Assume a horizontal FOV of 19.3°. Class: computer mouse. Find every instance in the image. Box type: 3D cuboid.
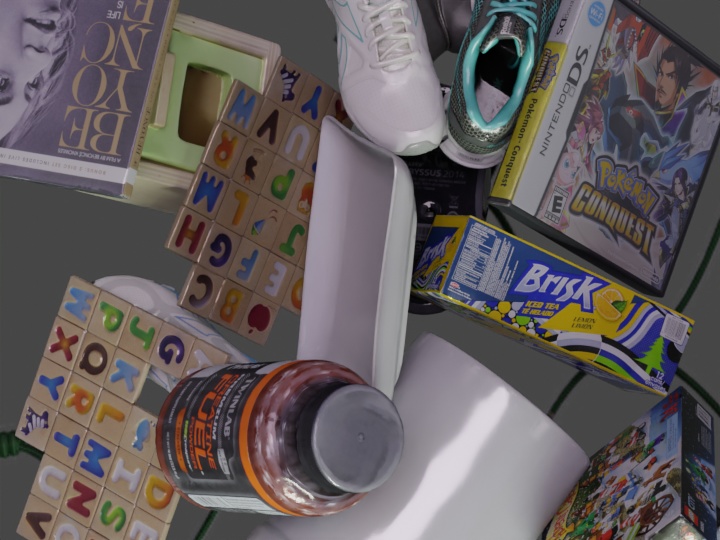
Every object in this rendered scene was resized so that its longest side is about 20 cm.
[{"bbox_3d":[0.063,-0.053,1.622,0.138,0.053,0.200,9,70,7],"label":"computer mouse"}]

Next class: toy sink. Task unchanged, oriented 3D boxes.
[{"bbox_3d":[-0.171,-0.125,1.561,0.200,0.112,0.131,15,79,-38],"label":"toy sink"}]

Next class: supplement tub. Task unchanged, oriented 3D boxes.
[{"bbox_3d":[-0.052,0.113,1.438,0.107,0.200,0.107,3,84,-32],"label":"supplement tub"}]

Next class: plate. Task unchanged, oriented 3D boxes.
[{"bbox_3d":[0.000,0.000,1.525,0.032,0.200,0.200,2,102,-16],"label":"plate"}]

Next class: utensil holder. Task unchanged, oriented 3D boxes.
[{"bbox_3d":[0.044,0.168,1.528,0.170,0.170,0.200,37,84,8],"label":"utensil holder"}]

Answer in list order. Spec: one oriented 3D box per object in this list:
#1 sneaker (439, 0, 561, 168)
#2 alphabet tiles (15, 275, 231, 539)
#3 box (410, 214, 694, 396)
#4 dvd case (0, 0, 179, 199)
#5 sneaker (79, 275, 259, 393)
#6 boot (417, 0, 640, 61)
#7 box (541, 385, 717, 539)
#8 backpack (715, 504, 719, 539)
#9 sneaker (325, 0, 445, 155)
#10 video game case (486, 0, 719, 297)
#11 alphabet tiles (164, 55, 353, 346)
[{"bbox_3d":[0.110,-0.174,1.527,0.077,0.091,0.200,12,85,-3],"label":"sneaker"},{"bbox_3d":[-0.192,0.125,1.585,0.167,0.008,0.200,24,97,33],"label":"alphabet tiles"},{"bbox_3d":[0.140,0.026,1.555,0.200,0.070,0.064,25,83,-19],"label":"box"},{"bbox_3d":[-0.206,-0.158,1.500,0.148,0.016,0.200,10,82,22],"label":"dvd case"},{"bbox_3d":[-0.129,0.065,1.595,0.200,0.087,0.075,33,86,9],"label":"sneaker"},{"bbox_3d":[0.105,-0.170,1.609,0.200,0.073,0.182,16,66,5],"label":"boot"},{"bbox_3d":[0.186,0.174,1.482,0.137,0.200,0.038,-41,101,21],"label":"box"},{"bbox_3d":[0.210,0.262,1.521,0.200,0.167,0.127,-42,100,-6],"label":"backpack"},{"bbox_3d":[0.012,-0.175,1.530,0.070,0.080,0.201,-13,65,-9],"label":"sneaker"},{"bbox_3d":[0.191,-0.097,1.560,0.025,0.200,0.181,13,80,46],"label":"video game case"},{"bbox_3d":[-0.066,-0.050,1.581,0.006,0.166,0.200,16,81,41],"label":"alphabet tiles"}]
